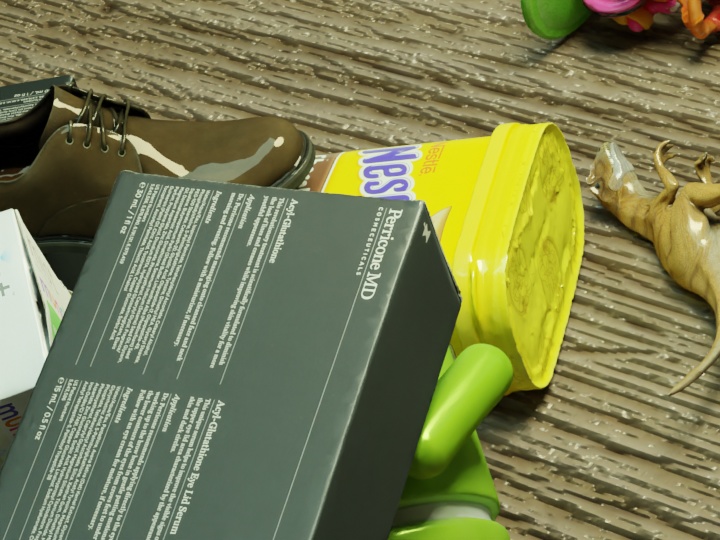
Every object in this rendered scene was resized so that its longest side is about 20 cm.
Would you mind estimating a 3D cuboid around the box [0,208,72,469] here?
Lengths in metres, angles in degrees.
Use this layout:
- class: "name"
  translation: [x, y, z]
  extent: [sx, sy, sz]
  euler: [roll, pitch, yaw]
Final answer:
- class: "box"
  translation: [-0.202, 0.078, 1.244]
  extent: [0.175, 0.200, 0.097]
  euler: [-17, 61, 1]

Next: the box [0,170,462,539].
- class: "box"
  translation: [-0.056, 0.067, 1.082]
  extent: [0.140, 0.079, 0.201]
  euler: [5, 58, 24]

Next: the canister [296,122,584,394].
- class: "canister"
  translation: [0.000, 0.000, 1.358]
  extent: [0.198, 0.087, 0.149]
  euler: [-5, 39, 21]

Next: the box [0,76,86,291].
- class: "box"
  translation: [-0.251, -0.022, 1.494]
  extent: [0.198, 0.079, 0.142]
  euler: [-9, 36, 14]

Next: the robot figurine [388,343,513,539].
- class: "robot figurine"
  translation: [-0.003, 0.089, 1.186]
  extent: [0.115, 0.176, 0.201]
  euler: [-4, 64, -31]

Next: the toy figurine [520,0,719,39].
- class: "toy figurine"
  translation: [0.212, -0.185, 1.476]
  extent: [0.183, 0.150, 0.201]
  euler: [28, 79, 34]

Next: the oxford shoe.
- class: "oxford shoe"
  translation: [-0.122, -0.053, 1.345]
  extent: [0.198, 0.085, 0.073]
  euler: [-9, 40, 5]

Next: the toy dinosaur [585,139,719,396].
- class: "toy dinosaur"
  translation: [0.173, -0.010, 1.329]
  extent: [0.106, 0.060, 0.200]
  euler: [-43, 30, 10]
